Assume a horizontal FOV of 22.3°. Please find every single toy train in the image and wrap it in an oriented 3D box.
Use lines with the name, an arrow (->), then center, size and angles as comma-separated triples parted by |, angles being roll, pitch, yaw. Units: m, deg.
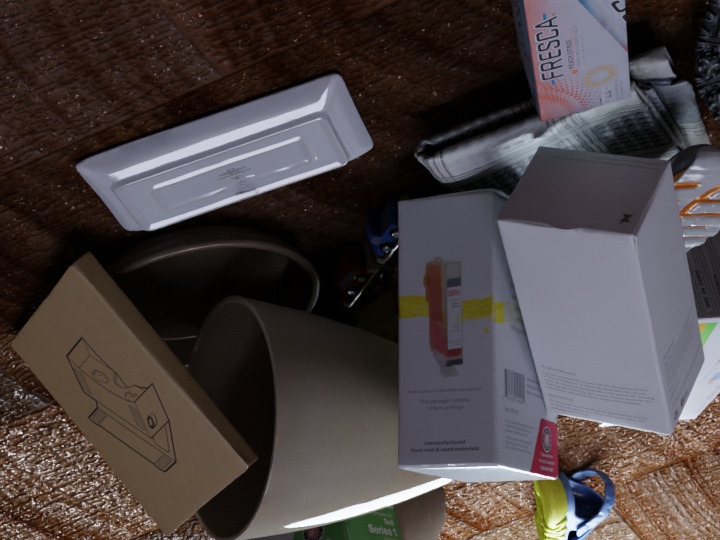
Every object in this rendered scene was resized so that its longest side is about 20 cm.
toy train -> 0.000, 0.000, 1.475 | 0.045, 0.034, 0.200 | 12, 143, -22

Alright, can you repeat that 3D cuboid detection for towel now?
towel -> 0.160, -0.089, 1.363 | 0.198, 0.035, 0.192 | -22, 158, 14

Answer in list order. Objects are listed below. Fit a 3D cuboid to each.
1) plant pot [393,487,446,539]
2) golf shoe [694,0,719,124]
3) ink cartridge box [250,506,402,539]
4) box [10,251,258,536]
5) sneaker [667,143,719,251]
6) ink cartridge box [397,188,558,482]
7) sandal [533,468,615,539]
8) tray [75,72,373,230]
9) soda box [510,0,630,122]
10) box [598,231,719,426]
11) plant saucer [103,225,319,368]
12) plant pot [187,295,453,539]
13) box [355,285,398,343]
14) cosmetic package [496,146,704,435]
plant pot -> -0.008, 0.232, 1.756 | 0.200, 0.202, 0.174 | -35, 163, 34
golf shoe -> 0.285, -0.139, 1.326 | 0.077, 0.095, 0.201 | -5, 130, 16
ink cartridge box -> -0.059, 0.182, 1.598 | 0.144, 0.202, 0.084 | -32, 150, 30
box -> -0.177, 0.098, 1.402 | 0.021, 0.200, 0.163 | -38, 177, -37
sneaker -> 0.217, -0.045, 1.382 | 0.077, 0.078, 0.200 | 2, 152, -19
ink cartridge box -> 0.090, 0.053, 1.378 | 0.083, 0.202, 0.145 | -4, 168, 24
sandal -> 0.240, 0.278, 2.040 | 0.086, 0.080, 0.200 | -16, 153, -5
tray -> -0.093, -0.076, 1.306 | 0.198, 0.022, 0.108 | -18, 152, 7
soda box -> 0.133, -0.179, 1.182 | 0.068, 0.064, 0.200 | -16, 152, 3
box -> 0.273, 0.042, 1.592 | 0.100, 0.113, 0.200 | -3, 151, -19
plant saucer -> -0.131, 0.021, 1.455 | 0.198, 0.030, 0.201 | -11, 151, -6
plant pot -> -0.017, 0.120, 1.453 | 0.198, 0.189, 0.188 | 4, 147, -28
box -> 0.052, 0.047, 1.540 | 0.199, 0.076, 0.050 | -32, 145, 32
cosmetic package -> 0.177, 0.016, 1.319 | 0.107, 0.085, 0.201 | 10, 137, 28
